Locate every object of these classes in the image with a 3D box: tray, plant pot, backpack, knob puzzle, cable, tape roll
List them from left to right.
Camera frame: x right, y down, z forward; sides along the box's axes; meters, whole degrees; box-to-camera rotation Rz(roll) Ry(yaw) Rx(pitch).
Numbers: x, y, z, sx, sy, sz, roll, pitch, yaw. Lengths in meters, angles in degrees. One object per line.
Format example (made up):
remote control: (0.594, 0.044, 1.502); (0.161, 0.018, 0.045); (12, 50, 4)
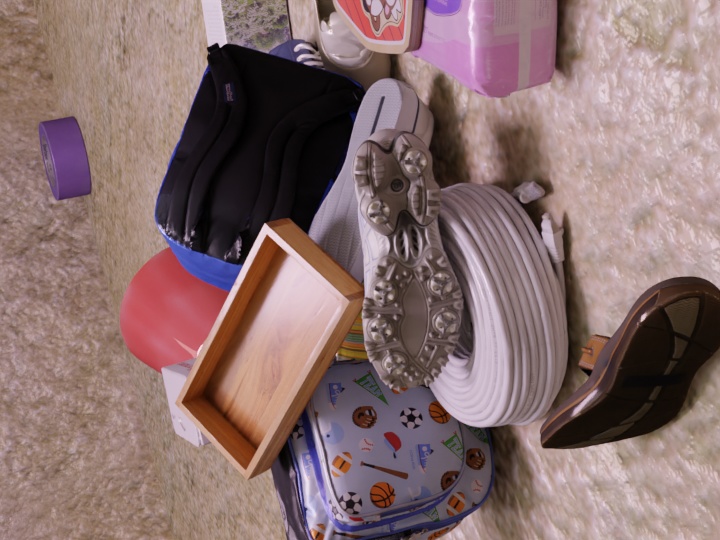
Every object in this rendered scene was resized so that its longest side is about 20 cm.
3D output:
tape roll: (-0.743, -0.281, 2.871); (0.200, 0.084, 0.202); (166, 90, -68)
plant pot: (-0.211, 0.085, 1.601); (0.177, 0.199, 0.202); (36, 136, 44)
backpack: (-0.084, -0.072, 1.046); (0.168, 0.161, 0.201); (76, -149, -65)
tray: (-0.076, 0.067, 0.952); (0.099, 0.037, 0.201); (41, 121, 21)
knob puzzle: (-0.002, -0.249, 0.846); (0.219, 0.030, 0.221); (166, 90, -71)
backpack: (0.022, 0.161, 1.022); (0.154, 0.189, 0.201); (132, 128, -59)
cable: (0.094, 0.030, 0.919); (0.200, 0.069, 0.202); (-171, 69, -68)

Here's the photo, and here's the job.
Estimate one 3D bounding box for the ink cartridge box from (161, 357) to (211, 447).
ink cartridge box: (-0.119, 0.132, 1.350); (0.146, 0.199, 0.087); (180, 77, -68)

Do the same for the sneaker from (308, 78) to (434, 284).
sneaker: (0.016, -0.058, 0.967); (0.073, 0.071, 0.201); (19, 86, 46)

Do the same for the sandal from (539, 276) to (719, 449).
sandal: (0.170, 0.058, 0.735); (0.201, 0.081, 0.055); (103, 163, -52)

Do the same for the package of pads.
package of pads: (0.082, -0.230, 0.784); (0.120, 0.075, 0.201); (41, 140, 53)

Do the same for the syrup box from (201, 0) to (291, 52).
syrup box: (-0.130, -0.284, 1.290); (0.081, 0.078, 0.202); (-152, 52, -63)

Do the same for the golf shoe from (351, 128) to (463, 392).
golf shoe: (0.034, -0.012, 0.882); (0.097, 0.078, 0.202); (-105, 11, -75)

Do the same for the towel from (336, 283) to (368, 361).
towel: (0.024, 0.029, 1.083); (0.018, 0.085, 0.201); (-79, -5, -52)

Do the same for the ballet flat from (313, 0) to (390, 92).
ballet flat: (-0.018, -0.244, 1.027); (0.069, 0.069, 0.202); (-174, 72, -68)

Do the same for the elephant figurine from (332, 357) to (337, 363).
elephant figurine: (-0.045, 0.164, 1.175); (0.142, 0.154, 0.200); (-64, -2, 38)

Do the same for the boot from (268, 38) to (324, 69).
boot: (-0.050, -0.196, 1.161); (0.199, 0.072, 0.091); (0, 84, 58)

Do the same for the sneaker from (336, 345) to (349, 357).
sneaker: (0.000, 0.000, 1.133); (0.070, 0.080, 0.202); (-146, 48, -63)
